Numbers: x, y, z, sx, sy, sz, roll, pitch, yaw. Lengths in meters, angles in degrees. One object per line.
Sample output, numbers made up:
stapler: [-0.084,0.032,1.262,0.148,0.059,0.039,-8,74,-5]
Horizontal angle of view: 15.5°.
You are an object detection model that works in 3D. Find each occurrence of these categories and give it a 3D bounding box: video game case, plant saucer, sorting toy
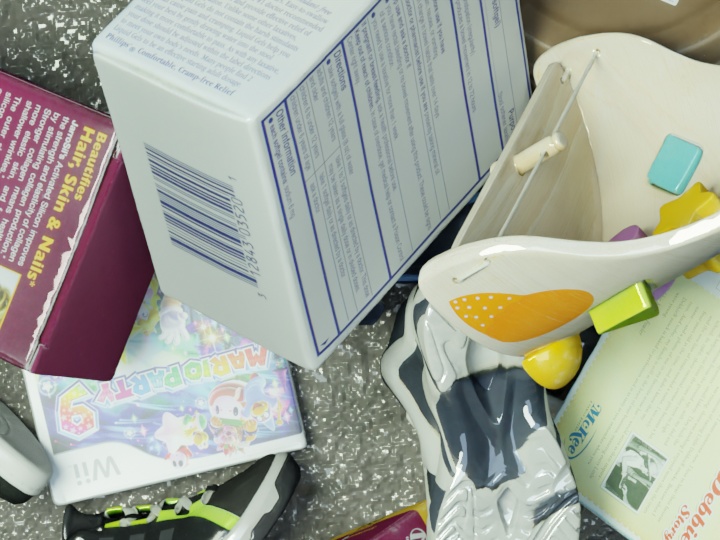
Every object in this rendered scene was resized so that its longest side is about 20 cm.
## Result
video game case: [-0.119,0.014,1.431,0.142,0.018,0.201,-13,93,0]
plant saucer: [0.140,-0.179,1.377,0.198,0.029,0.202,-3,69,7]
sorting toy: [0.149,-0.040,1.240,0.179,0.200,0.107,-21,114,34]

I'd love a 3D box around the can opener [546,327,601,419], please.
can opener: [0.158,0.085,1.418,0.199,0.053,0.067,27,92,-2]

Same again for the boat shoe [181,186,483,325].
boat shoe: [0.000,0.000,1.393,0.198,0.084,0.069,-10,106,-6]

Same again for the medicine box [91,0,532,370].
medicine box: [-0.015,-0.091,1.287,0.103,0.183,0.200,26,59,28]

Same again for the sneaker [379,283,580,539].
sneaker: [0.059,0.082,1.357,0.079,0.130,0.201,-14,105,-2]

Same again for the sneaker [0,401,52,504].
sneaker: [-0.269,0.087,1.413,0.200,0.073,0.112,37,96,6]

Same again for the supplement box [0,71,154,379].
supplement box: [-0.205,-0.042,1.350,0.199,0.103,0.132,24,92,19]

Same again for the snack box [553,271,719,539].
snack box: [0.182,0.047,1.335,0.116,0.037,0.201,36,107,23]

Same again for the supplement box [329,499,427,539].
supplement box: [-0.021,0.223,1.349,0.200,0.103,0.131,-32,93,-40]

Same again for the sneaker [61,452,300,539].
sneaker: [-0.123,0.152,1.412,0.200,0.072,0.083,-40,91,2]
